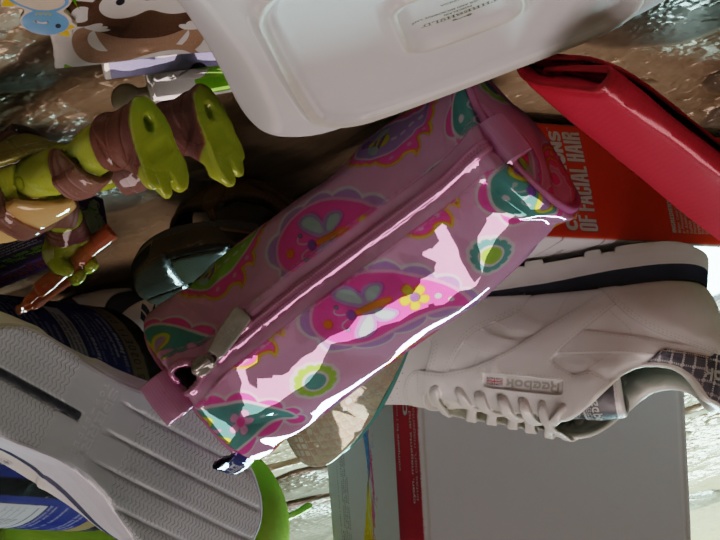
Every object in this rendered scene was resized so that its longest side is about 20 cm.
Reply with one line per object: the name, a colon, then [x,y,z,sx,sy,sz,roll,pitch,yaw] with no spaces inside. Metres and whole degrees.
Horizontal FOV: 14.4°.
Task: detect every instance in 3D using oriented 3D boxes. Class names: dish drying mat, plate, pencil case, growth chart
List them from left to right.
growth chart: [-0.067,-0.109,1.122,0.144,0.018,0.200,-11,161,5]
pencil case: [-0.003,0.000,1.226,0.200,0.088,0.087,-36,154,15]
plate: [0.034,-0.113,1.098,0.199,0.032,0.200,-20,160,5]
dish drying mat: [0.154,-0.031,1.199,0.200,0.018,0.077,34,168,-28]

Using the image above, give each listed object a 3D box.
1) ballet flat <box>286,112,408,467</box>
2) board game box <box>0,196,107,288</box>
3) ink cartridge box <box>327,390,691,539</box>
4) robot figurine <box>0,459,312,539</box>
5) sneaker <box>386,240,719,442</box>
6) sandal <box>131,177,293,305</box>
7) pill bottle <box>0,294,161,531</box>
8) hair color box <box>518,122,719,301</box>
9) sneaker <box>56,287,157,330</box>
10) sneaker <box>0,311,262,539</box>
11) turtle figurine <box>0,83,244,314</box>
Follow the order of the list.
ballet flat: [0.000,0.000,1.303,0.062,0.067,0.200,10,115,-44]
board game box: [-0.231,-0.001,1.332,0.200,0.032,0.120,-21,156,29]
ink cartridge box: [0.073,0.099,1.518,0.145,0.145,0.200,-4,-178,-15]
robot figurine: [-0.131,0.143,1.620,0.199,0.176,0.116,12,144,3]
sneaker: [0.074,0.043,1.351,0.199,0.081,0.076,-12,164,12]
sandal: [-0.052,-0.017,1.354,0.082,0.055,0.200,-15,175,22]
pill bottle: [-0.195,0.063,1.327,0.112,0.112,0.200,-25,157,38]
hair color box: [0.109,-0.023,1.397,0.200,0.064,0.111,1,160,-35]
sneaker: [-0.064,0.053,1.498,0.129,0.080,0.199,-8,153,22]
sneaker: [-0.123,0.070,1.268,0.071,0.073,0.200,17,161,49]
turtle figurine: [-0.132,-0.033,1.194,0.161,0.065,0.200,-19,165,26]
